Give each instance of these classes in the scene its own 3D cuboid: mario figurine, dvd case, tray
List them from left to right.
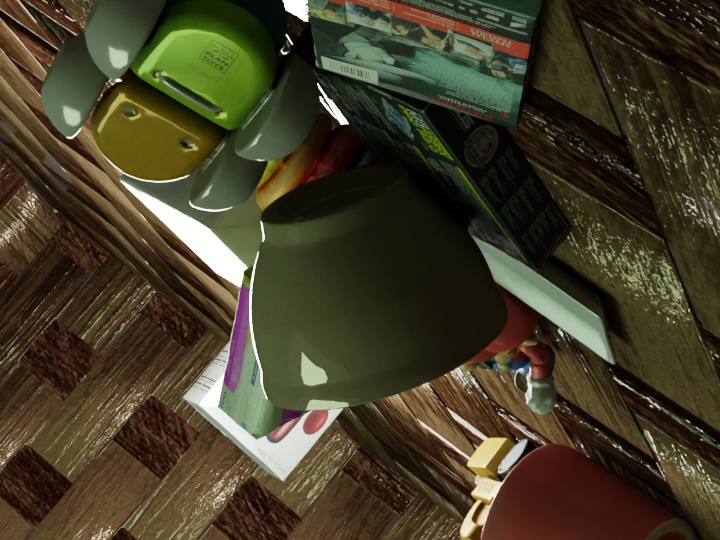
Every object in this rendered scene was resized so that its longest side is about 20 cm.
[{"bbox_3d":[0.037,-0.146,1.153,0.145,0.022,0.200,18,166,6],"label":"dvd case"},{"bbox_3d":[0.115,0.072,1.705,0.122,0.107,0.200,1,165,16],"label":"mario figurine"},{"bbox_3d":[0.136,-0.001,1.567,0.199,0.022,0.107,36,170,25],"label":"tray"}]

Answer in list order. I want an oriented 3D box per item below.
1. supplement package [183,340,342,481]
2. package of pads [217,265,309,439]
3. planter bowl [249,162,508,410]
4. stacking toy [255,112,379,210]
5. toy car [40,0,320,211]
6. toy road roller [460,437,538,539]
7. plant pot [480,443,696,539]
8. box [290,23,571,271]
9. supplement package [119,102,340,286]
[{"bbox_3d":[-0.142,0.193,2.996,0.191,0.200,0.147,42,171,-12],"label":"supplement package"},{"bbox_3d":[-0.027,0.038,1.620,0.068,0.199,0.156,36,131,28],"label":"package of pads"},{"bbox_3d":[0.000,0.000,1.418,0.200,0.199,0.136,20,131,64],"label":"planter bowl"},{"bbox_3d":[-0.085,-0.112,1.524,0.199,0.110,0.116,35,-163,-12],"label":"stacking toy"},{"bbox_3d":[-0.122,-0.153,1.371,0.174,0.151,0.200,29,144,-16],"label":"toy car"},{"bbox_3d":[0.187,0.299,2.342,0.123,0.146,0.200,42,170,-7],"label":"toy road roller"},{"bbox_3d":[0.258,0.309,2.044,0.176,0.201,0.201,19,158,41],"label":"plant pot"},{"bbox_3d":[0.053,-0.097,1.391,0.160,0.044,0.200,30,166,45],"label":"box"},{"bbox_3d":[-0.090,-0.073,1.731,0.151,0.152,0.200,46,169,-33],"label":"supplement package"}]
